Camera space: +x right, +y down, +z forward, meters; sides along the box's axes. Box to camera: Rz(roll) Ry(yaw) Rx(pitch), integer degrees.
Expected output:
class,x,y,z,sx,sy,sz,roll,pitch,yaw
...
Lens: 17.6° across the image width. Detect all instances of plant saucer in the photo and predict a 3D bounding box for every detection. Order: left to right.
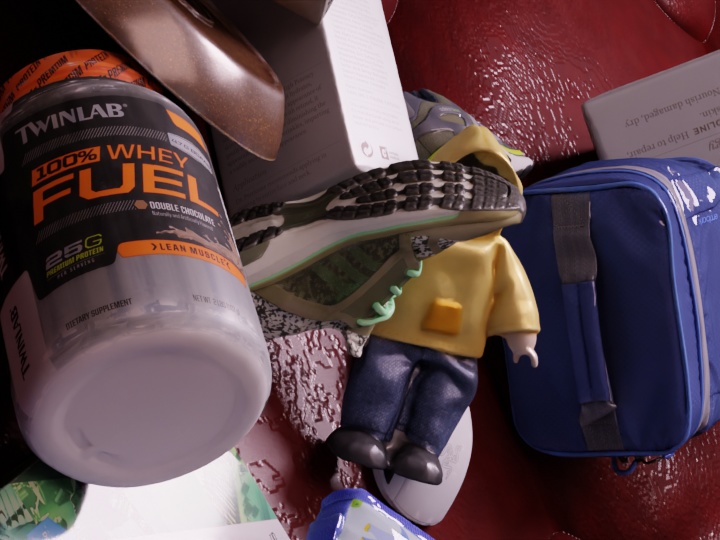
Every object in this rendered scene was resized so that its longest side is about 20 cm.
class,x,y,z,sx,sy,sz,roll,pitch,yaw
plant saucer,-0.108,-0.140,1.253,0.200,0.034,0.200,44,7,-7

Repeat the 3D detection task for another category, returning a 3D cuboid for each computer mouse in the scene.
class,x,y,z,sx,sy,sz,roll,pitch,yaw
computer mouse,0.039,0.056,1.403,0.109,0.044,0.201,26,49,-45

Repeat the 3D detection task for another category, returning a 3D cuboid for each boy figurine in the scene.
class,x,y,z,sx,sy,sz,roll,pitch,yaw
boy figurine,0.049,0.018,1.315,0.124,0.201,0.064,20,3,-7

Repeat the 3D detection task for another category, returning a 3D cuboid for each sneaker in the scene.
class,x,y,z,sx,sy,sz,roll,pitch,yaw
sneaker,0.000,0.000,1.273,0.077,0.199,0.089,-73,146,-63
sneaker,0.055,-0.074,1.447,0.081,0.074,0.200,49,2,8

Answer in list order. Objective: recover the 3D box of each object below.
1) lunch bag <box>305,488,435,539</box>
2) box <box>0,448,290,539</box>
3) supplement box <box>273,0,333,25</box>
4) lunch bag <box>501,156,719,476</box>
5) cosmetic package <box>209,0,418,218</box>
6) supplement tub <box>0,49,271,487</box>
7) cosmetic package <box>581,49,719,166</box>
class,x,y,z,sx,sy,sz,roll,pitch,yaw
lunch bag,0.018,0.236,1.181,0.200,0.127,0.171,56,33,-30
box,-0.113,0.143,1.143,0.145,0.036,0.200,59,32,-7
supplement box,-0.089,-0.224,1.260,0.199,0.126,0.074,27,79,1
lunch bag,0.163,0.031,1.489,0.132,0.135,0.201,-18,101,-56
cosmetic package,-0.039,-0.126,1.369,0.074,0.101,0.201,14,59,-50
supplement tub,-0.121,-0.006,1.130,0.122,0.122,0.201,28,31,-42
cosmetic package,0.270,-0.040,1.631,0.167,0.165,0.201,33,37,-78
